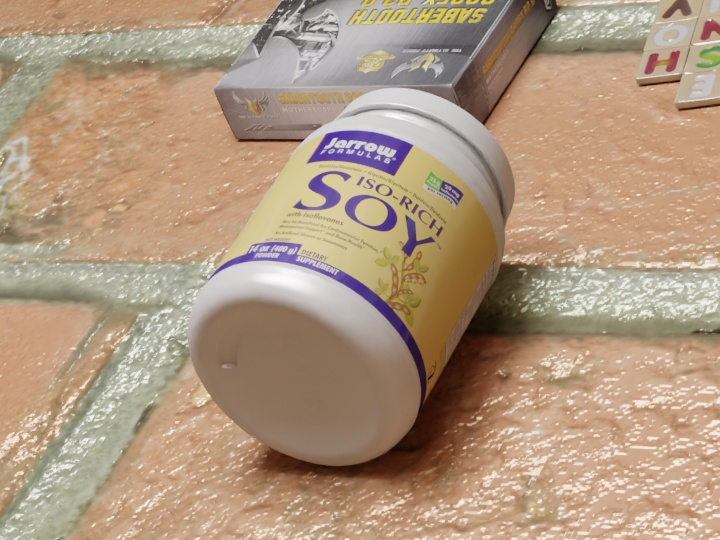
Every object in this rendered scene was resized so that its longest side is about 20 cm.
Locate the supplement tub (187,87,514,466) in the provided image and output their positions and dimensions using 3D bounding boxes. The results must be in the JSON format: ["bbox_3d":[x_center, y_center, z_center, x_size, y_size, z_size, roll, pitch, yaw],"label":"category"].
[{"bbox_3d":[0.000,0.000,1.536,0.145,0.146,0.200,0,40,31],"label":"supplement tub"}]

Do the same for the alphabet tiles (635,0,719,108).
[{"bbox_3d":[0.286,-0.166,1.725,0.199,0.008,0.167,-5,38,24],"label":"alphabet tiles"}]

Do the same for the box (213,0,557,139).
[{"bbox_3d":[0.018,-0.158,1.833,0.199,0.048,0.159,2,40,33],"label":"box"}]
